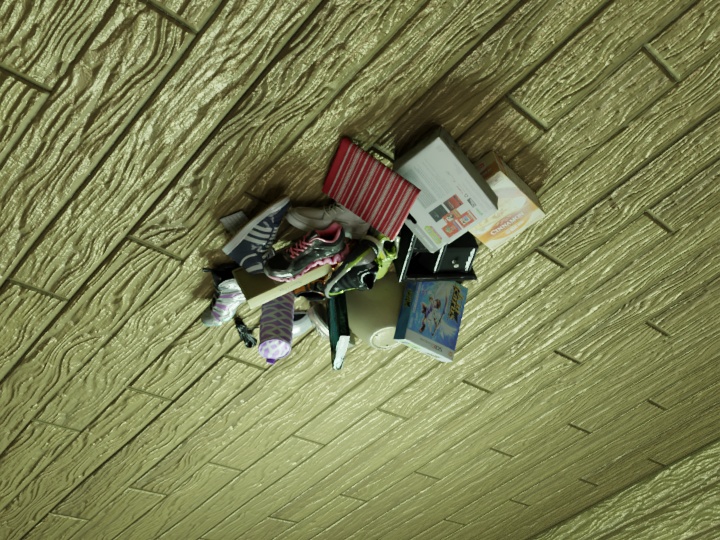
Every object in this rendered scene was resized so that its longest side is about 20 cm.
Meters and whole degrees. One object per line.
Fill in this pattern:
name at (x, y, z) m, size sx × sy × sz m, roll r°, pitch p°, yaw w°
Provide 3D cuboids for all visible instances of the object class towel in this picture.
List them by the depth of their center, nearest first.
towel at (0.018, -0.169, 1.531) m, size 0.200 × 0.022 × 0.145 m, roll 36°, pitch 131°, yaw 11°

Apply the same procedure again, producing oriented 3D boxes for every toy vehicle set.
toy vehicle set at (-0.176, 0.001, 1.650) m, size 0.200 × 0.124 × 0.027 m, roll -25°, pitch 130°, yaw -10°

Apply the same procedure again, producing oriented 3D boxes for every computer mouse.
computer mouse at (-0.217, 0.150, 1.903) m, size 0.200 × 0.044 × 0.110 m, roll -10°, pitch 138°, yaw -3°

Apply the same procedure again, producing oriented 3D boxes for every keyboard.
keyboard at (-0.244, -0.064, 1.684) m, size 0.056 × 0.011 × 0.200 m, roll -23°, pitch 137°, yaw 11°

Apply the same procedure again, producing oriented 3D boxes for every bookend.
bookend at (0.192, -0.072, 1.723) m, size 0.200 × 0.092 × 0.199 m, roll -1°, pitch 137°, yaw -15°

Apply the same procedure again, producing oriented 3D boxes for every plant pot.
plant pot at (0.057, 0.120, 1.871) m, size 0.200 × 0.135 × 0.200 m, roll -8°, pitch 139°, yaw -7°

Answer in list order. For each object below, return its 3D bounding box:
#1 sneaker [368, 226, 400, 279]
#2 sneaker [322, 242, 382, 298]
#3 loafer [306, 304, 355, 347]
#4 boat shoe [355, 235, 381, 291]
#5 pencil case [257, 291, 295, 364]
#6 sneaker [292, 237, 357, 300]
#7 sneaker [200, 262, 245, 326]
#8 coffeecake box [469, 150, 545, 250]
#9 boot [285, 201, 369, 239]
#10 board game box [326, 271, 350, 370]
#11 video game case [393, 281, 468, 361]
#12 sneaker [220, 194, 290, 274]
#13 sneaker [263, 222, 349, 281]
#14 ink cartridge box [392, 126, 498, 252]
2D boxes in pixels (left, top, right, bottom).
sneaker at (0.048, -0.042, 1.726) m, size 0.075 × 0.076 × 0.200 m, roll -13°, pitch 142°, yaw -16°
sneaker at (-0.015, 0.021, 1.625) m, size 0.083 × 0.072 × 0.200 m, roll 44°, pitch 141°, yaw 4°
loafer at (-0.087, 0.157, 1.926) m, size 0.063 × 0.072 × 0.200 m, roll -26°, pitch 140°, yaw 19°
boat shoe at (0.002, 0.001, 1.712) m, size 0.074 × 0.066 × 0.199 m, roll 28°, pitch 147°, yaw 3°
pencil case at (-0.201, 0.116, 1.760) m, size 0.084 × 0.200 × 0.086 m, roll 20°, pitch 132°, yaw -18°
sneaker at (-0.080, 0.004, 1.722) m, size 0.200 × 0.112 × 0.078 m, roll -36°, pitch 134°, yaw 23°
sneaker at (-0.331, 0.041, 1.737) m, size 0.200 × 0.078 × 0.140 m, roll -37°, pitch 132°, yaw 12°
coffeecake box at (0.297, -0.154, 1.674) m, size 0.153 × 0.073 × 0.200 m, roll -35°, pitch 134°, yaw 25°
boot at (-0.059, -0.132, 1.621) m, size 0.200 × 0.074 × 0.096 m, roll 7°, pitch 130°, yaw -32°
board game box at (-0.056, 0.121, 1.793) m, size 0.028 × 0.200 × 0.135 m, roll 2°, pitch 136°, yaw -11°
video game case at (0.179, 0.106, 1.846) m, size 0.181 × 0.200 × 0.045 m, roll 27°, pitch 160°, yaw -37°
sneaker at (-0.199, -0.071, 1.599) m, size 0.200 × 0.070 × 0.109 m, roll -38°, pitch 99°, yaw 24°
sneaker at (-0.116, -0.046, 1.573) m, size 0.200 × 0.079 × 0.095 m, roll -23°, pitch 141°, yaw -23°
ink cartridge box at (0.160, -0.166, 1.558) m, size 0.176 × 0.084 × 0.200 m, roll -35°, pitch 106°, yaw 23°
